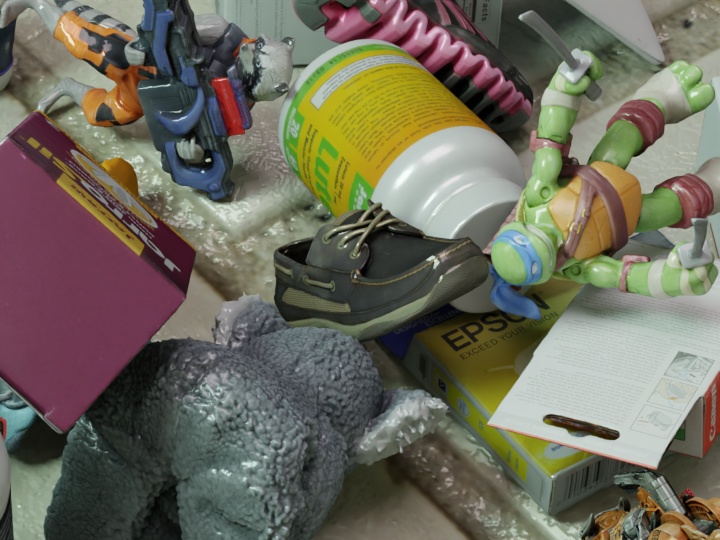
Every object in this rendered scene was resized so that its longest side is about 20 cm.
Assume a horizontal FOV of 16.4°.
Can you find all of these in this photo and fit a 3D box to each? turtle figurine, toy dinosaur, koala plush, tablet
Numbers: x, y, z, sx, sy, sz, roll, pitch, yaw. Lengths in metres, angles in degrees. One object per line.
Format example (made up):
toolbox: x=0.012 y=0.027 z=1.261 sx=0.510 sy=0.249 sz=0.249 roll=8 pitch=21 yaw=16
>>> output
turtle figurine: x=0.171 y=-0.061 z=1.459 sx=0.144 sy=0.200 sz=0.194 roll=33 pitch=39 yaw=23
toy dinosaur: x=0.184 y=0.172 z=1.361 sx=0.102 sy=0.136 sz=0.200 roll=-22 pitch=5 yaw=-5
koala plush: x=-0.052 y=0.094 z=1.423 sx=0.177 sy=0.184 sz=0.200 roll=28 pitch=36 yaw=22
tablet: x=0.140 y=-0.230 z=1.779 sx=0.200 sy=0.014 sz=0.130 roll=29 pitch=31 yaw=-42

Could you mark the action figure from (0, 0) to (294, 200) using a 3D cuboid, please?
action figure: x=-0.135 y=-0.152 z=1.644 sx=0.193 sy=0.200 sz=0.105 roll=10 pitch=46 yaw=14

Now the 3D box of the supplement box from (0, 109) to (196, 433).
supplement box: x=-0.172 y=-0.005 z=1.372 sx=0.131 sy=0.103 sz=0.200 roll=43 pitch=4 yaw=-8

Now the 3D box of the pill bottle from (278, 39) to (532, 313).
pill bottle: x=0.037 y=-0.058 z=1.598 sx=0.111 sy=0.111 sz=0.200 roll=-17 pitch=38 yaw=-21

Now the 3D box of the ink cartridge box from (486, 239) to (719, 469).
ink cartridge box: x=0.164 y=0.061 z=1.468 sx=0.109 sy=0.050 sz=0.200 roll=14 pitch=40 yaw=24

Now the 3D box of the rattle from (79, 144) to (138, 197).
rattle: x=-0.245 y=-0.018 z=1.589 sx=0.200 sy=0.130 sz=0.143 roll=-26 pitch=34 yaw=6

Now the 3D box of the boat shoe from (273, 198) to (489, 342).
boat shoe: x=0.000 y=0.000 z=1.505 sx=0.074 sy=0.073 sz=0.200 roll=-28 pitch=7 yaw=-34

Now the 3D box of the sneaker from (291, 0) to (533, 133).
sneaker: x=0.047 y=-0.172 z=1.704 sx=0.200 sy=0.079 sz=0.095 roll=36 pitch=50 yaw=-26

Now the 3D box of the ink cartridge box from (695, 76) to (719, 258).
ink cartridge box: x=0.336 y=-0.054 z=1.658 sx=0.200 sy=0.083 sz=0.146 roll=0 pitch=43 yaw=-5

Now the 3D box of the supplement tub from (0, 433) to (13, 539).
supplement tub: x=-0.253 y=0.142 z=1.319 sx=0.140 sy=0.200 sz=0.140 roll=2 pitch=43 yaw=-2

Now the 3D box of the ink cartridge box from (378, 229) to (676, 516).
ink cartridge box: x=0.136 y=0.043 z=1.569 sx=0.198 sy=0.047 sz=0.200 roll=-24 pitch=52 yaw=-26

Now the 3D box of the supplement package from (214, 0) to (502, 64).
supplement package: x=-0.003 y=-0.223 z=1.792 sx=0.200 sy=0.110 sz=0.114 roll=-2 pitch=42 yaw=-7

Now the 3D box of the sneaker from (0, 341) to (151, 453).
sneaker: x=-0.221 y=0.059 z=1.488 sx=0.200 sy=0.079 sz=0.096 roll=1 pitch=67 yaw=-13

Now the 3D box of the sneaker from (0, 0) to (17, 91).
sneaker: x=-0.333 y=-0.192 z=1.706 sx=0.200 sy=0.147 sz=0.081 roll=4 pitch=43 yaw=0
